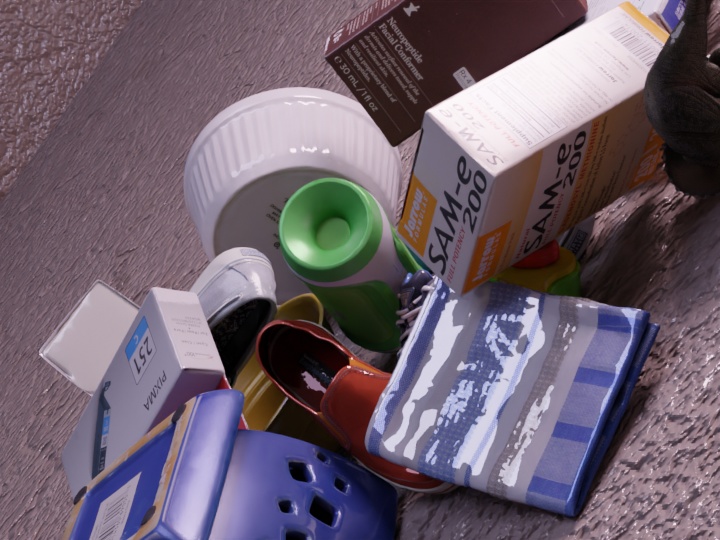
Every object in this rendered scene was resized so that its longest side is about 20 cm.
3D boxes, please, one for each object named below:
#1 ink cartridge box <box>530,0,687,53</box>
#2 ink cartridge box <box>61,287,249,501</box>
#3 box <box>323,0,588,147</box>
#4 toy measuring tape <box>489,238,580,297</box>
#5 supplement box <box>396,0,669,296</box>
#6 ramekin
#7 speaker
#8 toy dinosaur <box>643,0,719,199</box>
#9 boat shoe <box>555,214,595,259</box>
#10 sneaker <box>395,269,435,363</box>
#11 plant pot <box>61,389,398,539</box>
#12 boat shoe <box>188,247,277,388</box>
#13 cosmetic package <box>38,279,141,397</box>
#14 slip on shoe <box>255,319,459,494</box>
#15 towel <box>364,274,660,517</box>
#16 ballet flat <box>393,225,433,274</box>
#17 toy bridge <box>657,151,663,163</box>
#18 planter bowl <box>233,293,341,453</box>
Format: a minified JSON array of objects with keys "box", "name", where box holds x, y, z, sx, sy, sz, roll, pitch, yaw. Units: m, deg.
[{"box":[0.190,-0.193,1.564,0.199,0.043,0.197,-28,18,35],"name":"ink cartridge box"},{"box":[-0.162,0.145,1.514,0.200,0.044,0.177,-59,40,32],"name":"ink cartridge box"},{"box":[0.078,-0.201,1.577,0.200,0.100,0.075,-35,16,15],"name":"box"},{"box":[0.143,0.020,1.350,0.074,0.074,0.200,-52,36,-5],"name":"toy measuring tape"},{"box":[0.127,-0.084,1.323,0.199,0.074,0.126,-31,-28,-29],"name":"supplement box"},{"box":[-0.058,-0.057,1.732,0.202,0.202,0.095,-41,32,25],"name":"ramekin"},{"box":[0.000,0.000,1.493,0.089,0.088,0.200,-53,-24,-7],"name":"speaker"},{"box":[0.230,-0.107,1.269,0.102,0.200,0.077,-19,57,16],"name":"toy dinosaur"},{"box":[0.131,-0.073,1.495,0.071,0.069,0.200,-59,16,27],"name":"boat shoe"},{"box":[0.055,0.043,1.448,0.201,0.085,0.077,-60,21,-19],"name":"sneaker"},{"box":[-0.108,0.218,1.355,0.200,0.180,0.200,-38,23,29],"name":"plant pot"},{"box":[-0.132,0.073,1.575,0.201,0.070,0.072,-54,34,26],"name":"boat shoe"},{"box":[-0.196,0.094,1.739,0.087,0.103,0.200,-52,-19,-7],"name":"cosmetic package"},{"box":[-0.001,0.096,1.388,0.200,0.061,0.074,35,95,30],"name":"slip on shoe"},{"box":[0.095,0.076,1.283,0.199,0.024,0.148,13,73,48],"name":"towel"},{"box":[0.032,-0.010,1.648,0.200,0.069,0.070,-17,38,54],"name":"ballet flat"},{"box":[0.225,-0.111,1.436,0.067,0.027,0.200,-59,20,-19],"name":"toy bridge"},{"box":[-0.066,0.124,1.568,0.200,0.083,0.201,-46,18,20],"name":"planter bowl"}]
